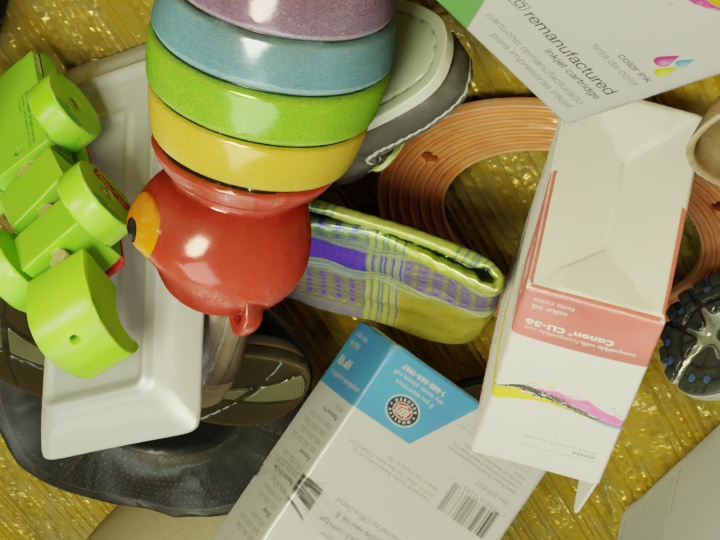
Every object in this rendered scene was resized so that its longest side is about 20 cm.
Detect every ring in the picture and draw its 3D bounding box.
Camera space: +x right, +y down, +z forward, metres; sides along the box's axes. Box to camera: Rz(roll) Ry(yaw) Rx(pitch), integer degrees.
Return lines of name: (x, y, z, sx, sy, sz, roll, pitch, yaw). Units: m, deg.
ring: (0.106, -0.025, 1.234, 0.199, 0.019, 0.201, 11, 149, 7)

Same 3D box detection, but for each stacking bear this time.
stacking bear: (-0.048, -0.072, 1.069, 0.113, 0.122, 0.201, -3, 122, -28)

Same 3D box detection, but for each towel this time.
towel: (0.000, 0.000, 1.232, 0.143, 0.023, 0.200, 17, 171, 0)

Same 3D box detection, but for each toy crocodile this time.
toy crocodile: (-0.141, -0.032, 1.150, 0.067, 0.200, 0.062, -39, 129, 12)

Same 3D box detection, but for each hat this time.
hat: (-0.113, 0.046, 1.388, 0.199, 0.081, 0.201, 3, 133, 3)

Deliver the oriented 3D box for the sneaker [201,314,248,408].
sneaker: (-0.103, -0.018, 1.238, 0.070, 0.200, 0.076, 5, 123, -39)

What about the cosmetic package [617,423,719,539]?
cosmetic package: (0.262, 0.182, 1.385, 0.198, 0.123, 0.200, 21, 147, -8)

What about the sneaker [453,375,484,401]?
sneaker: (0.005, 0.117, 1.392, 0.076, 0.199, 0.079, 59, 172, -19)

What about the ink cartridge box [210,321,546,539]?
ink cartridge box: (-0.005, 0.144, 1.317, 0.116, 0.200, 0.067, 36, 179, -21)

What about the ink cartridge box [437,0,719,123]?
ink cartridge box: (0.122, -0.152, 0.967, 0.199, 0.084, 0.145, -17, 135, 41)

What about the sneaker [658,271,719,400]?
sneaker: (0.246, 0.015, 1.193, 0.199, 0.078, 0.085, -17, 157, 32)

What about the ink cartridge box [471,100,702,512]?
ink cartridge box: (0.101, 0.019, 1.176, 0.067, 0.117, 0.200, 14, 148, 2)

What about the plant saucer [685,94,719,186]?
plant saucer: (0.234, -0.072, 1.035, 0.199, 0.036, 0.200, -2, 165, -1)

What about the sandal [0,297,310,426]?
sandal: (-0.120, 0.029, 1.287, 0.199, 0.055, 0.082, 11, 139, -18)

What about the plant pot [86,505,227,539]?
plant pot: (-0.067, 0.184, 1.500, 0.199, 0.201, 0.135, 22, 126, -9)

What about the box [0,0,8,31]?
box: (-0.253, -0.051, 1.187, 0.104, 0.201, 0.182, 21, 149, -4)

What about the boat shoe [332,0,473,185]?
boat shoe: (-0.013, -0.075, 1.168, 0.060, 0.072, 0.201, 32, 153, -33)

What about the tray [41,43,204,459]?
tray: (-0.117, -0.016, 1.185, 0.107, 0.201, 0.022, -14, 157, 40)
